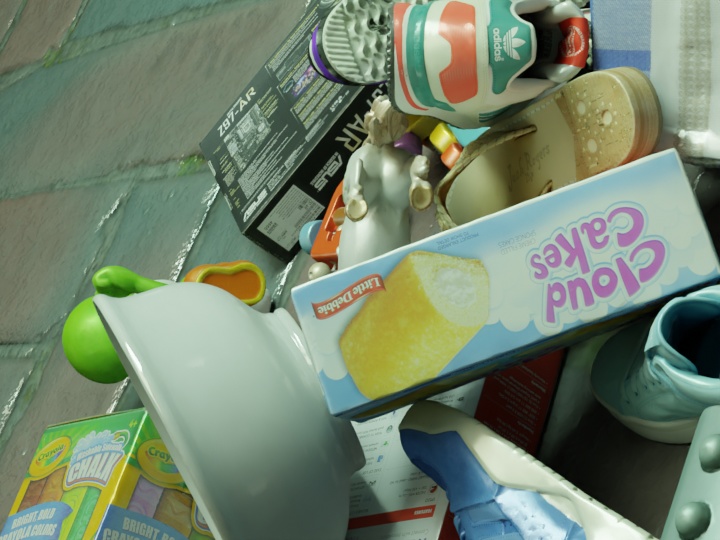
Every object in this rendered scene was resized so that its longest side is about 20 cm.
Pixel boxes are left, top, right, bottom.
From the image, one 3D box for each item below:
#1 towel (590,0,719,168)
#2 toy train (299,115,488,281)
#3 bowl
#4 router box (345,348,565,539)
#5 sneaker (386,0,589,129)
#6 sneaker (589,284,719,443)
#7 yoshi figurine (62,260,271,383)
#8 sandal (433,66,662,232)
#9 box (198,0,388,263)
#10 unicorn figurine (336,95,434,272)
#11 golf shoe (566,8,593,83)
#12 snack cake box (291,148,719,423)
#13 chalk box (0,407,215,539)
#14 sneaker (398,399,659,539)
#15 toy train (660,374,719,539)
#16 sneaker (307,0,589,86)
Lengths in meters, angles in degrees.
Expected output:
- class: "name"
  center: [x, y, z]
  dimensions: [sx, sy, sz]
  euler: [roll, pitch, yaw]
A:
- class: "towel"
  center: [0.194, -0.118, 1.033]
  dimensions: [0.199, 0.024, 0.148]
  euler: [11, 110, 41]
- class: "toy train"
  center: [0.047, -0.057, 1.313]
  dimensions: [0.199, 0.055, 0.151]
  euler: [-13, 52, 55]
- class: "bowl"
  center: [-0.058, 0.083, 1.110]
  dimensions: [0.090, 0.202, 0.201]
  euler: [-27, 28, -8]
- class: "router box"
  center: [0.016, 0.104, 1.188]
  dimensions: [0.199, 0.049, 0.181]
  euler: [-17, 47, 50]
- class: "sneaker"
  center: [0.086, -0.113, 1.131]
  dimensions: [0.092, 0.199, 0.071]
  euler: [0, 93, 23]
- class: "sneaker"
  center: [0.162, 0.034, 0.997]
  dimensions: [0.199, 0.082, 0.074]
  euler: [-6, 53, 59]
- class: "yoshi figurine"
  center: [-0.138, 0.046, 1.434]
  dimensions: [0.199, 0.111, 0.113]
  euler: [-6, 61, 59]
- class: "sandal"
  center: [0.073, -0.047, 1.122]
  dimensions: [0.212, 0.069, 0.078]
  euler: [-38, 68, 54]
- class: "box"
  center: [-0.025, -0.123, 1.500]
  dimensions: [0.200, 0.043, 0.160]
  euler: [-50, 28, 10]
- class: "unicorn figurine"
  center: [0.000, 0.000, 1.175]
  dimensions: [0.137, 0.073, 0.202]
  euler: [-125, 58, -77]
- class: "golf shoe"
  center: [0.175, -0.121, 1.179]
  dimensions: [0.088, 0.078, 0.200]
  euler: [-33, 20, -16]
- class: "snack cake box"
  center: [0.074, 0.011, 1.041]
  dimensions: [0.198, 0.068, 0.115]
  euler: [-21, -9, 5]
- class: "chalk box"
  center: [-0.137, 0.164, 1.282]
  dimensions: [0.124, 0.123, 0.201]
  euler: [-16, 47, 49]
- class: "sneaker"
  center: [0.065, 0.147, 1.008]
  dimensions: [0.199, 0.077, 0.112]
  euler: [32, 84, 41]
- class: "toy train"
  center: [0.167, 0.129, 0.857]
  dimensions: [0.085, 0.114, 0.201]
  euler: [-7, 54, 54]
- class: "sneaker"
  center: [0.052, -0.167, 1.326]
  dimensions: [0.199, 0.070, 0.099]
  euler: [-20, 2, -19]
